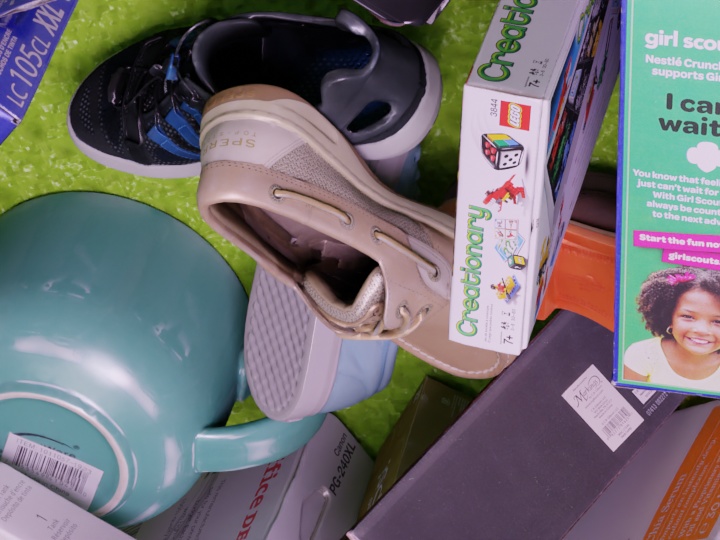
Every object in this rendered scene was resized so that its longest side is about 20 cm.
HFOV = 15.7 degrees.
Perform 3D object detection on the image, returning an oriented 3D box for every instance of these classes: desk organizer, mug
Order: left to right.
[{"bbox_3d":[-0.126,0.051,1.287,0.184,0.115,0.152,-15,123,28],"label":"mug"},{"bbox_3d":[0.061,0.099,1.201,0.072,0.200,0.077,46,143,2],"label":"desk organizer"}]

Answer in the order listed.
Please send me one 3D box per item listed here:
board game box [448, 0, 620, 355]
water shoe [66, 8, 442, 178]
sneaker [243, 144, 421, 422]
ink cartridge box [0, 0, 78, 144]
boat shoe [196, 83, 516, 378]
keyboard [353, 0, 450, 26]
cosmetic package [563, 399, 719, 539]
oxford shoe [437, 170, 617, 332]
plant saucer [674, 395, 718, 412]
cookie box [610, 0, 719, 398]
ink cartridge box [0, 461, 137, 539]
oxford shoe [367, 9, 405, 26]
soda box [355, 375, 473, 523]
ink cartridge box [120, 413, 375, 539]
[{"bbox_3d":[0.077,-0.079,1.056,0.034,0.200,0.127,11,131,11],"label":"board game box"},{"bbox_3d":[-0.060,-0.089,1.152,0.199,0.072,0.079,-3,157,33],"label":"water shoe"},{"bbox_3d":[0.003,-0.024,1.229,0.074,0.082,0.201,44,128,38],"label":"sneaker"},{"bbox_3d":[-0.195,-0.088,1.176,0.076,0.137,0.200,33,131,-15],"label":"ink cartridge box"},{"bbox_3d":[0.000,0.000,1.129,0.072,0.065,0.200,-18,137,34],"label":"boat shoe"},{"bbox_3d":[0.030,-0.201,1.036,0.127,0.021,0.200,29,108,-23],"label":"keyboard"},{"bbox_3d":[0.150,0.124,1.226,0.071,0.102,0.200,40,152,-15],"label":"cosmetic package"},{"bbox_3d":[0.131,-0.009,1.180,0.199,0.073,0.072,18,137,9],"label":"oxford shoe"},{"bbox_3d":[0.224,0.053,1.236,0.199,0.031,0.201,9,131,10],"label":"plant saucer"},{"bbox_3d":[0.147,-0.078,1.056,0.075,0.172,0.201,4,131,10],"label":"cookie box"},{"bbox_3d":[-0.212,0.170,1.291,0.176,0.045,0.201,30,127,4],"label":"ink cartridge box"},{"bbox_3d":[-0.027,-0.187,1.082,0.071,0.073,0.200,-29,116,35],"label":"oxford shoe"},{"bbox_3d":[0.026,0.151,1.266,0.064,0.201,0.068,26,134,-5],"label":"soda box"},{"bbox_3d":[-0.081,0.177,1.359,0.200,0.146,0.083,-29,114,35],"label":"ink cartridge box"}]
